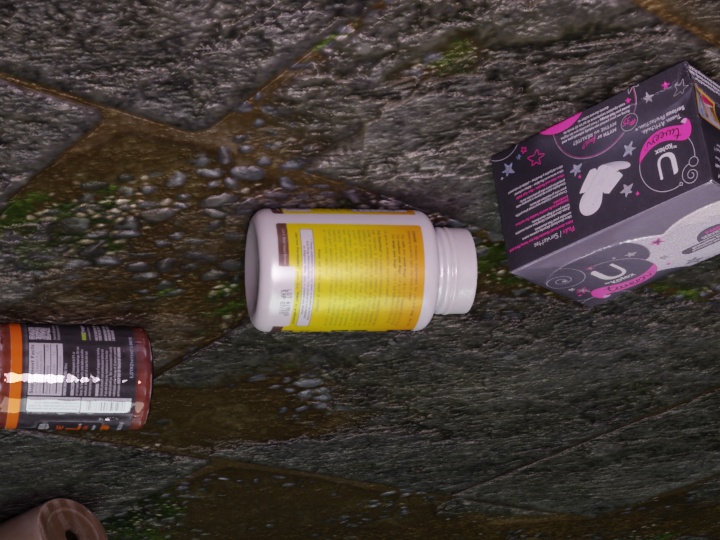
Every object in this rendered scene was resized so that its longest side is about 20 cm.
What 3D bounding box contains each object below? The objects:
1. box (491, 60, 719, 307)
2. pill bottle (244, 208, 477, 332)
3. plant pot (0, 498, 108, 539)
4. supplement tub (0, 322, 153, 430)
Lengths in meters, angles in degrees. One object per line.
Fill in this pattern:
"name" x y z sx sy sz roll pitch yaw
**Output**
"box" 0.230 -0.064 1.252 0.199 0.116 0.132 -25 149 35
"pill bottle" 0.000 0.000 1.343 0.198 0.110 0.109 0 155 -13
"plant pot" -0.441 0.410 2.060 0.199 0.201 0.173 18 131 -42
"supplement tub" -0.313 0.107 1.508 0.198 0.108 0.107 3 154 -17
